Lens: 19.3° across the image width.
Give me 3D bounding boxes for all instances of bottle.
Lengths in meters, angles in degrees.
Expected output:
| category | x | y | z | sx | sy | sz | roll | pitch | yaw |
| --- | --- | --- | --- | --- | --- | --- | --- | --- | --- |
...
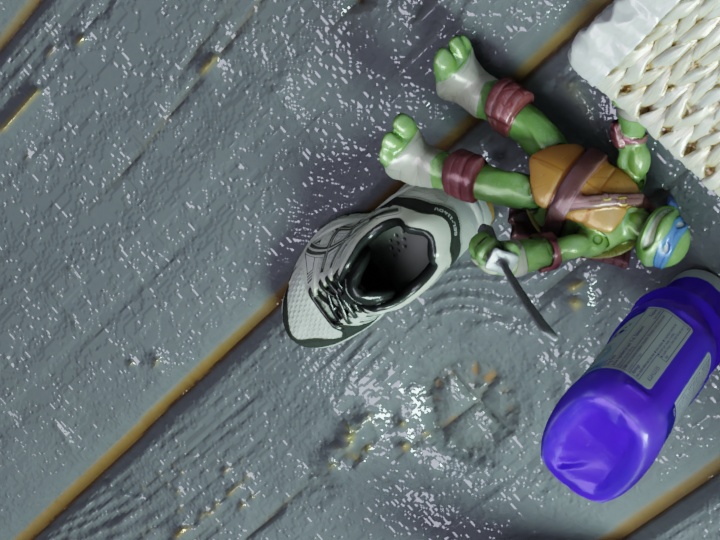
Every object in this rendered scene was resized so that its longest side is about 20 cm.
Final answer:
| category | x | y | z | sx | sy | sz | roll | pitch | yaw |
| --- | --- | --- | --- | --- | --- | --- | --- | --- | --- |
| bottle | 0.177 | 0.061 | 1.297 | 0.065 | 0.200 | 0.084 | 37 | 128 | 7 |

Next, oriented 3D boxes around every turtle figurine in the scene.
| category | x | y | z | sx | sy | sz | roll | pitch | yaw |
| --- | --- | --- | --- | --- | --- | --- | --- | --- | --- |
| turtle figurine | 0.108 | -0.072 | 1.295 | 0.193 | 0.199 | 0.145 | 28 | 110 | 25 |

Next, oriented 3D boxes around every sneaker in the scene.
| category | x | y | z | sx | sy | sz | roll | pitch | yaw |
| --- | --- | --- | --- | --- | --- | --- | --- | --- | --- |
| sneaker | 0.000 | 0.000 | 1.438 | 0.076 | 0.088 | 0.200 | 48 | 129 | -3 |

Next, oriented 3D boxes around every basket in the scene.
| category | x | y | z | sx | sy | sz | roll | pitch | yaw |
| --- | --- | --- | --- | --- | --- | --- | --- | --- | --- |
| basket | 0.251 | -0.152 | 1.149 | 0.161 | 0.198 | 0.200 | 46 | 127 | -2 |
